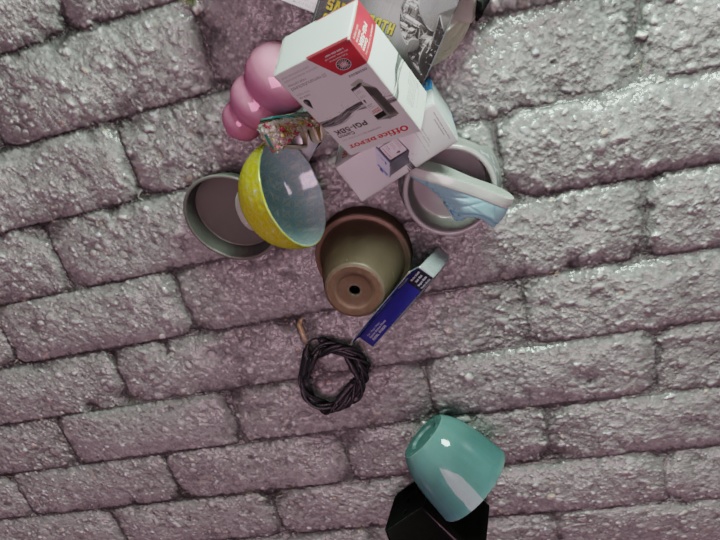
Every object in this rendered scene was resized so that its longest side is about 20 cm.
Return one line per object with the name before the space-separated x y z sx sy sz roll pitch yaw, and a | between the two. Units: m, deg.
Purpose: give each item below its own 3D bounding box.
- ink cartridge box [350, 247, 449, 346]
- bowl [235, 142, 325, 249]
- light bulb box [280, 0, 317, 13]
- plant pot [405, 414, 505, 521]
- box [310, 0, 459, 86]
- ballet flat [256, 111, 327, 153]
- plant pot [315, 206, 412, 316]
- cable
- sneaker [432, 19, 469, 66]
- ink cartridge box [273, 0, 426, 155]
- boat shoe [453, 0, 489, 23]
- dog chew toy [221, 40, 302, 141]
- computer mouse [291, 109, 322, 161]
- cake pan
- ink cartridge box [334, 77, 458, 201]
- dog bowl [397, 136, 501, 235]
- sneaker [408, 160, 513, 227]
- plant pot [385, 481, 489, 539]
ink cartridge box | 0.082 0.058 1.159 0.041 0.200 0.200 42 116 7
bowl | -0.159 -0.125 1.067 0.107 0.201 0.202 -16 114 26
light bulb box | -0.115 -0.539 0.927 0.196 0.125 0.202 19 119 -2
plant pot | 0.197 0.426 1.338 0.161 0.201 0.201 43 115 1
box | 0.031 -0.385 0.907 0.198 0.049 0.159 17 126 -14
ballet flat | -0.097 -0.248 1.040 0.075 0.199 0.065 -2 110 46
plant pot | 0.000 0.000 1.156 0.197 0.175 0.202 3 118 5
cable | -0.062 0.245 1.363 0.161 0.051 0.202 9 115 -3
sneaker | 0.094 -0.383 1.013 0.200 0.075 0.085 -41 71 8
ink cartridge box | -0.010 -0.281 0.905 0.146 0.084 0.200 -12 145 35
boat shoe | 0.126 -0.471 0.968 0.198 0.093 0.075 27 159 18
dog chew toy | -0.175 -0.309 1.058 0.125 0.125 0.199 44 122 -15
computer mouse | -0.137 -0.219 1.136 0.109 0.044 0.200 35 116 -9
cake pan | -0.253 -0.111 1.189 0.198 0.037 0.202 7 130 8
ink cartridge box | 0.062 -0.231 1.044 0.199 0.147 0.086 -31 116 21
dog bowl | 0.168 -0.157 1.119 0.197 0.059 0.202 3 118 6
sneaker | 0.168 -0.129 1.059 0.198 0.074 0.083 21 114 -2
plant pot | 0.174 0.618 1.440 0.177 0.200 0.199 45 114 -4
